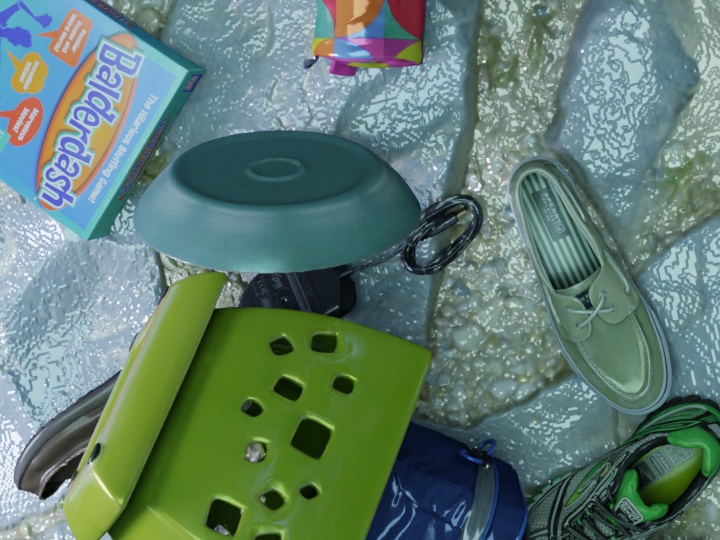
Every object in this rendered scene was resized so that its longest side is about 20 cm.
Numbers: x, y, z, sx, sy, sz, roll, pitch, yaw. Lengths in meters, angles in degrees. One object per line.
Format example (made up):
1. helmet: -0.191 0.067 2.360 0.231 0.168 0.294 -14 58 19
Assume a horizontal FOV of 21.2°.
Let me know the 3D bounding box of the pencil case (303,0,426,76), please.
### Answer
1. pencil case: 0.004 -0.236 1.348 0.088 0.088 0.201 4 97 12

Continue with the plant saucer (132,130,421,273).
1. plant saucer: -0.058 -0.055 1.319 0.199 0.200 0.036 4 116 12

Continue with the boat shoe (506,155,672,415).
1. boat shoe: 0.154 0.014 1.349 0.072 0.062 0.201 -29 90 14

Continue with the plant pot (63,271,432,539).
1. plant pot: -0.086 0.124 1.291 0.181 0.200 0.200 26 68 -8

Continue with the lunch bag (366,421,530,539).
1. lunch bag: 0.041 0.203 1.355 0.132 0.136 0.201 25 103 -7

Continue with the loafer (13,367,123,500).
1. loafer: -0.174 0.115 1.428 0.200 0.073 0.071 -38 86 14

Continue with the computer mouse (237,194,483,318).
1. computer mouse: 0.000 0.000 1.403 0.199 0.034 0.059 -24 74 9

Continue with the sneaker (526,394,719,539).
1. sneaker: 0.174 0.165 1.350 0.078 0.085 0.200 46 104 5

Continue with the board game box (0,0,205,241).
1. board game box: -0.239 -0.140 1.431 0.200 0.045 0.152 34 102 7
